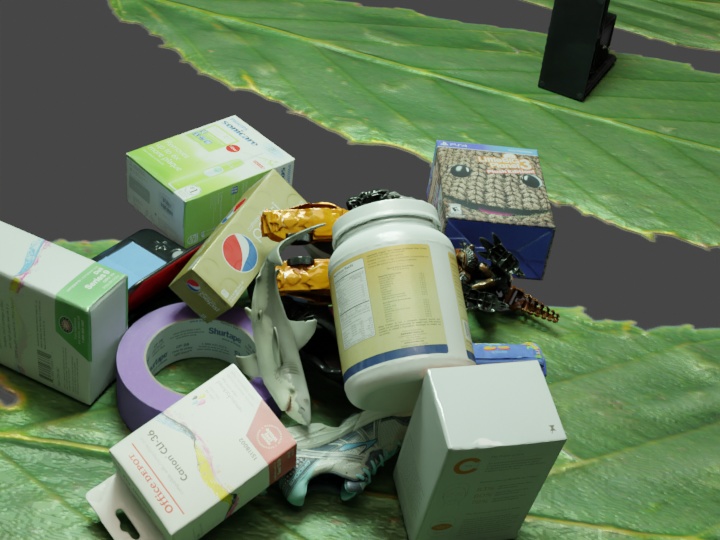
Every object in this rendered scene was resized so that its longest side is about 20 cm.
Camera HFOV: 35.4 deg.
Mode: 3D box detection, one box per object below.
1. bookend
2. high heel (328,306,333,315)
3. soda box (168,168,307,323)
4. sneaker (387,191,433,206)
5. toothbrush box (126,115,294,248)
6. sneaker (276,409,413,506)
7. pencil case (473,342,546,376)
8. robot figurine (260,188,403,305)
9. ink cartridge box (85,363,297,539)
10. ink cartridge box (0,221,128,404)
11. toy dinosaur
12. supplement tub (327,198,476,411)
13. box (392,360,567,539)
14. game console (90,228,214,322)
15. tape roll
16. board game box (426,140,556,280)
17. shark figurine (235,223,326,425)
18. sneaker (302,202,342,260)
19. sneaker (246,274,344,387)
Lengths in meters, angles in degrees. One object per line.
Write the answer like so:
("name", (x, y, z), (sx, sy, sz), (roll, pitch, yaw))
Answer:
("bookend", (0.416, -0.448, 2.063), (0.091, 0.200, 0.200), (21, 38, 20))
("high heel", (0.003, 0.103, 1.387), (0.198, 0.068, 0.096), (11, 33, 3))
("soda box", (-0.146, -0.032, 1.383), (0.068, 0.064, 0.201), (44, 50, -13))
("sneaker", (0.048, -0.008, 1.481), (0.082, 0.074, 0.202), (27, 56, -37))
("toothbrush box", (-0.217, -0.131, 1.631), (0.199, 0.087, 0.145), (-24, 48, -37))
("sneaker", (-0.004, 0.212, 1.258), (0.198, 0.078, 0.087), (-13, 54, -16))
("pencil case", (0.132, 0.121, 1.338), (0.198, 0.087, 0.079), (4, 72, -32))
("robot figurine", (-0.017, -0.023, 1.334), (0.198, 0.058, 0.147), (-1, 80, -13))
("ink cartridge box", (-0.177, 0.205, 1.166), (0.199, 0.068, 0.117), (-35, 68, -21))
("ink cartridge box", (-0.376, 0.046, 1.323), (0.198, 0.146, 0.088), (20, 38, 15))
("toy dinosaur", (0.172, 0.011, 1.513), (0.198, 0.103, 0.136), (6, -6, 5))
("supplement tub", (0.041, 0.039, 1.221), (0.143, 0.145, 0.202), (-3, 68, -14))
("box", (0.117, 0.195, 1.173), (0.123, 0.201, 0.098), (-3, 50, -15))
("game console", (-0.282, -0.015, 1.441), (0.171, 0.120, 0.200), (29, 42, 24))
("tape roll", (-0.186, 0.124, 1.327), (0.198, 0.066, 0.201), (5, 38, -4))
("board game box", (0.186, -0.090, 1.644), (0.158, 0.098, 0.201), (5, 38, -5))
("shark figurine", (-0.081, 0.050, 1.259), (0.089, 0.217, 0.128), (-12, 16, -34))
("sneaker", (0.000, 0.000, 1.412), (0.076, 0.092, 0.200), (-42, 91, -16))
("sneaker", (-0.066, 0.061, 1.351), (0.200, 0.076, 0.091), (38, 5, 22))
